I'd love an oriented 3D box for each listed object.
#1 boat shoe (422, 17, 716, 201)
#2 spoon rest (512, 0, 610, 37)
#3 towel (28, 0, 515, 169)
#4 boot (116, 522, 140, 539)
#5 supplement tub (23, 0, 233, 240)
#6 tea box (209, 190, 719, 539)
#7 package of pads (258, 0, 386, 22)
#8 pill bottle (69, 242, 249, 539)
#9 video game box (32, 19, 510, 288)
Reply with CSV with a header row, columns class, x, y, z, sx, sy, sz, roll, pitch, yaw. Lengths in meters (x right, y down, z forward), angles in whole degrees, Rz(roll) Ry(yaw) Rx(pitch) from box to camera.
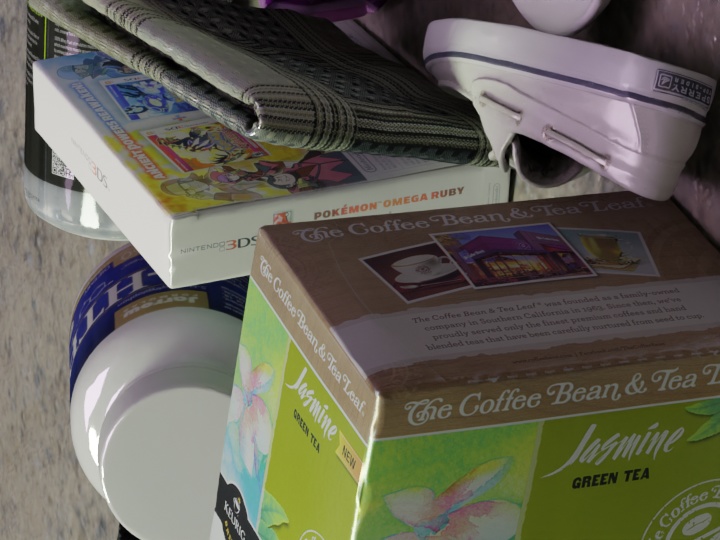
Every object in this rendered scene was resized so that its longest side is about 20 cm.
class,x,y,z,sx,sy,sz,roll,pitch,yaw
boat shoe,0.085,-0.069,1.319,0.200,0.072,0.066,18,93,55
spoon rest,0.070,-0.197,1.340,0.100,0.060,0.201,120,138,-53
towel,-0.035,-0.099,1.406,0.200,0.192,0.035,31,109,44
boot,-0.114,0.203,1.781,0.200,0.076,0.169,-96,13,-64
supplement tub,-0.135,-0.129,1.732,0.122,0.122,0.201,-140,48,-56
tea box,0.056,0.085,1.271,0.134,0.199,0.198,-128,39,-49
package of pads,-0.025,-0.238,1.518,0.120,0.075,0.201,140,120,-61
pill bottle,-0.093,0.065,1.545,0.200,0.119,0.121,-108,19,-70
video game box,-0.048,-0.064,1.484,0.200,0.181,0.047,-134,42,-54
